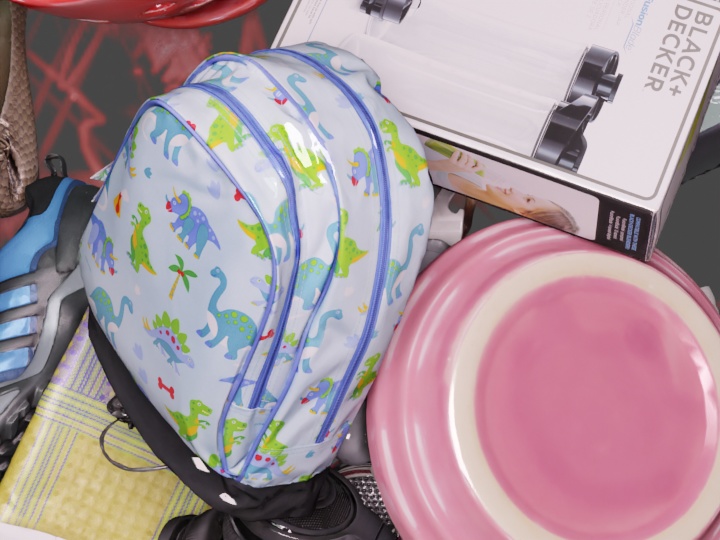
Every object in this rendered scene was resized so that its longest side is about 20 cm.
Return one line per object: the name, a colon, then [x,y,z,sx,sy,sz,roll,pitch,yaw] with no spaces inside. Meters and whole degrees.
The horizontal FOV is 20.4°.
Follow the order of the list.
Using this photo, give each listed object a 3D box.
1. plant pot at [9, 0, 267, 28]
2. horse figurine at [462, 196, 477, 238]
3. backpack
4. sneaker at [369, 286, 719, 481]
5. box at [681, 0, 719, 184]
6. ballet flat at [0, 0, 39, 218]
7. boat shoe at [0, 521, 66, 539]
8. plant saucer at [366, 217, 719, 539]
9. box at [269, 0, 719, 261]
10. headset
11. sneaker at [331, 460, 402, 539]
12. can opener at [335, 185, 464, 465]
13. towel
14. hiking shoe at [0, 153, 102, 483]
plant pot: [-0.119,-0.223,1.044,0.199,0.182,0.202,-1,86,17]
horse figurine: [0.000,0.000,1.045,0.199,0.050,0.133,3,83,-23]
backpack: [-0.048,-0.007,0.900,0.200,0.153,0.163,-51,58,27]
sneaker: [0.114,0.099,1.007,0.199,0.074,0.116,-25,83,-8]
box: [0.142,-0.148,1.046,0.181,0.104,0.201,-26,78,2]
ballet flat: [-0.219,-0.127,1.120,0.067,0.046,0.201,-12,79,5]
boat shoe: [-0.201,0.159,0.988,0.199,0.072,0.068,26,47,-11]
plant saucer: [0.103,0.070,0.945,0.199,0.051,0.202,4,77,-17]
box: [0.066,-0.096,0.952,0.199,0.060,0.117,21,70,12]
headset: [-0.052,0.131,1.009,0.123,0.094,0.200,-37,101,30]
sneaker: [0.059,0.160,1.017,0.200,0.075,0.081,34,86,13]
can opener: [0.018,-0.002,0.991,0.052,0.066,0.201,0,68,26]
towel: [-0.098,0.080,1.050,0.143,0.023,0.201,25,85,-19]
hiking shoe: [-0.183,0.041,1.081,0.086,0.074,0.201,26,78,26]
